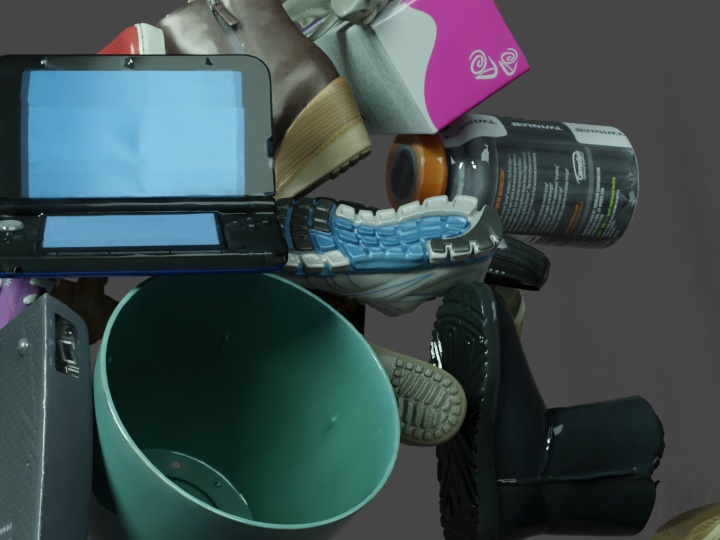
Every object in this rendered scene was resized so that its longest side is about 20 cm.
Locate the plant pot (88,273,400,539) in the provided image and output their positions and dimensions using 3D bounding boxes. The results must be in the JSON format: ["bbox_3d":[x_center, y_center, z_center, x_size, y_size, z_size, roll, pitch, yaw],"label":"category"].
[{"bbox_3d":[-0.097,0.124,1.240,0.200,0.161,0.201,17,44,-17],"label":"plant pot"}]

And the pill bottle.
[{"bbox_3d":[0.122,-0.075,1.592,0.199,0.106,0.107,3,48,-25],"label":"pill bottle"}]

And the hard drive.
[{"bbox_3d":[-0.207,0.129,1.175,0.042,0.135,0.201,13,62,-30],"label":"hard drive"}]

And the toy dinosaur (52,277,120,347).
[{"bbox_3d":[-0.200,0.021,1.380,0.199,0.058,0.102,13,57,-2],"label":"toy dinosaur"}]

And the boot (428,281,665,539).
[{"bbox_3d":[0.138,0.103,1.394,0.167,0.076,0.201,-5,96,-30],"label":"boot"}]

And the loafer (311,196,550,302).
[{"bbox_3d":[0.043,-0.003,1.444,0.199,0.068,0.071,10,77,-4],"label":"loafer"}]

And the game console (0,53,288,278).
[{"bbox_3d":[-0.151,-0.072,1.253,0.199,0.119,0.171,-2,15,-7],"label":"game console"}]

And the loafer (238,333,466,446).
[{"bbox_3d":[-0.017,0.076,1.346,0.199,0.067,0.076,27,75,18],"label":"loafer"}]

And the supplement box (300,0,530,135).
[{"bbox_3d":[0.038,-0.177,1.551,0.101,0.200,0.104,-34,102,-13],"label":"supplement box"}]

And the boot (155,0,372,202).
[{"bbox_3d":[-0.108,-0.110,1.417,0.200,0.072,0.167,-33,84,-14],"label":"boot"}]

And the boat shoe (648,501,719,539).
[{"bbox_3d":[0.256,0.220,1.416,0.200,0.072,0.072,-21,91,-52],"label":"boat shoe"}]

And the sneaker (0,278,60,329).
[{"bbox_3d":[-0.224,0.006,1.307,0.114,0.073,0.202,-7,73,-8],"label":"sneaker"}]

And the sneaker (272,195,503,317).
[{"bbox_3d":[0.000,0.000,1.370,0.199,0.087,0.075,1,44,-4],"label":"sneaker"}]

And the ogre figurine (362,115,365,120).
[{"bbox_3d":[-0.080,-0.107,1.516,0.199,0.099,0.120,23,5,-23],"label":"ogre figurine"}]

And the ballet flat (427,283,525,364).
[{"bbox_3d":[0.092,0.049,1.481,0.068,0.072,0.200,29,42,1],"label":"ballet flat"}]

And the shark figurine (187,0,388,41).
[{"bbox_3d":[-0.036,-0.232,1.514,0.128,0.214,0.090,-37,108,-30],"label":"shark figurine"}]

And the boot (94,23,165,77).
[{"bbox_3d":[-0.226,-0.121,1.392,0.144,0.200,0.073,5,66,-23],"label":"boot"}]

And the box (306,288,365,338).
[{"bbox_3d":[-0.066,0.036,1.435,0.136,0.040,0.201,16,44,-12],"label":"box"}]
